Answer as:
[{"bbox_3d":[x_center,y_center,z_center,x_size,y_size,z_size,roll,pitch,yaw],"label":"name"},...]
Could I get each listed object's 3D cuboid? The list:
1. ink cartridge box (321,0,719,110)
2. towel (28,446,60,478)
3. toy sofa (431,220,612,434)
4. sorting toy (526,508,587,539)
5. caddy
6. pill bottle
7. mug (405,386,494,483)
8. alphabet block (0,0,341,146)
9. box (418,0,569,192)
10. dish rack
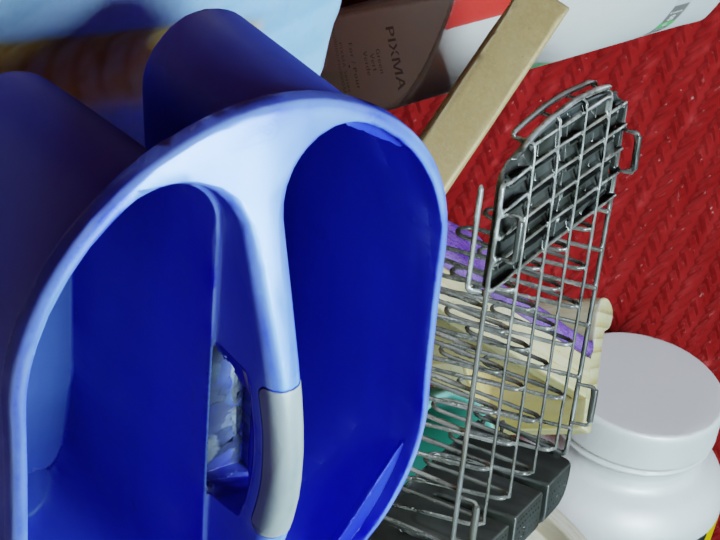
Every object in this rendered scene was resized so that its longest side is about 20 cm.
[{"bbox_3d":[0.088,-0.105,1.062,0.161,0.200,0.050,-18,100,-30],"label":"ink cartridge box"},{"bbox_3d":[-0.146,0.033,0.775,0.200,0.032,0.191,-52,141,8],"label":"towel"},{"bbox_3d":[0.027,0.000,1.148,0.200,0.083,0.098,31,62,-51],"label":"toy sofa"},{"bbox_3d":[0.000,0.179,1.313,0.200,0.107,0.180,-12,146,-16],"label":"sorting toy"},{"bbox_3d":[-0.047,0.026,0.749,0.141,0.105,0.200,-21,136,-28],"label":"caddy"},{"bbox_3d":[0.121,0.135,1.364,0.112,0.112,0.200,-15,133,-33],"label":"pill bottle"},{"bbox_3d":[-0.014,0.109,1.140,0.152,0.114,0.186,-17,107,-64],"label":"mug"},{"bbox_3d":[-0.151,-0.066,0.867,0.195,0.200,0.197,-7,129,-37],"label":"alphabet block"},{"bbox_3d":[0.000,0.000,0.958,0.200,0.021,0.163,-55,180,-14],"label":"box"},{"bbox_3d":[0.052,0.026,1.025,0.153,0.054,0.200,-36,138,-61],"label":"dish rack"}]
